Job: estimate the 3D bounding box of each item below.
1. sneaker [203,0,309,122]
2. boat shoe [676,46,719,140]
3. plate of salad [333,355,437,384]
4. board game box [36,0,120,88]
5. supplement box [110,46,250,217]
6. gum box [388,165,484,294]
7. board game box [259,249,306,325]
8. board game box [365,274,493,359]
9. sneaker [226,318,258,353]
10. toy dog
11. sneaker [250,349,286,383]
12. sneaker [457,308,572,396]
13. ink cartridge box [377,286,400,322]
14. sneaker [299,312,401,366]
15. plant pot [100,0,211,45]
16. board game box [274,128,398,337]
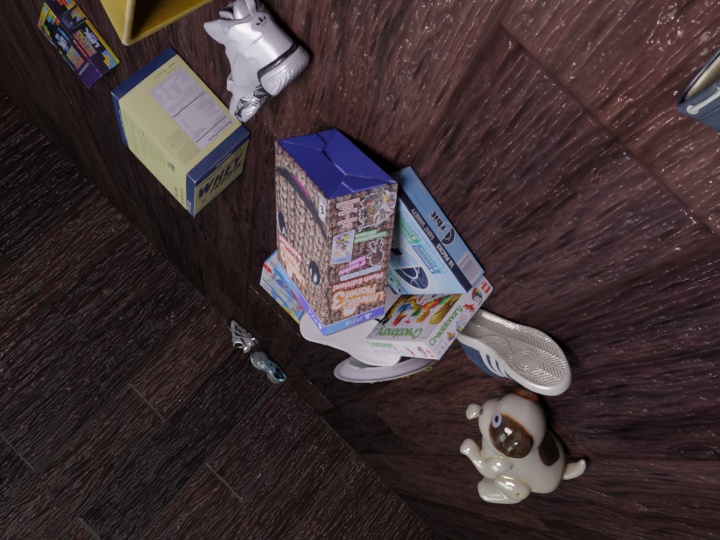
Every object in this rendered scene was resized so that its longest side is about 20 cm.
[{"bbox_3d":[-0.144,-0.271,0.771,0.116,0.075,0.198,51,155,-16],"label":"sneaker"},{"bbox_3d":[0.220,-0.137,0.296,0.061,0.076,0.201,26,165,14],"label":"boat shoe"},{"bbox_3d":[0.049,0.171,1.075,0.198,0.195,0.050,4,108,61],"label":"plate of salad"},{"bbox_3d":[-0.613,-0.492,1.311,0.198,0.057,0.167,12,140,58],"label":"board game box"},{"bbox_3d":[-0.319,-0.239,1.091,0.200,0.134,0.200,46,160,-2],"label":"supplement box"},{"bbox_3d":[0.057,-0.045,0.841,0.171,0.045,0.199,52,159,-14],"label":"gum box"},{"bbox_3d":[-0.150,0.058,1.448,0.196,0.056,0.200,45,160,3],"label":"board game box"},{"bbox_3d":[0.092,0.066,0.867,0.035,0.127,0.199,46,160,-12],"label":"board game box"},{"bbox_3d":[-0.535,0.283,2.628,0.198,0.089,0.075,33,159,35],"label":"sneaker"},{"bbox_3d":[0.247,0.275,0.954,0.190,0.141,0.202,12,144,35],"label":"toy dog"},{"bbox_3d":[-0.394,0.414,2.642,0.200,0.079,0.085,47,149,-25],"label":"sneaker"},{"bbox_3d":[0.210,0.122,0.823,0.199,0.074,0.086,35,160,54],"label":"sneaker"},{"bbox_3d":[0.000,0.000,1.010,0.202,0.068,0.115,55,159,-25],"label":"ink cartridge box"},{"bbox_3d":[0.002,0.116,1.064,0.195,0.076,0.115,16,178,28],"label":"sneaker"},{"bbox_3d":[-0.164,-0.353,0.495,0.203,0.194,0.193,58,158,-11],"label":"plant pot"},{"bbox_3d":[-0.039,-0.052,0.792,0.160,0.094,0.205,48,144,43],"label":"board game box"}]
